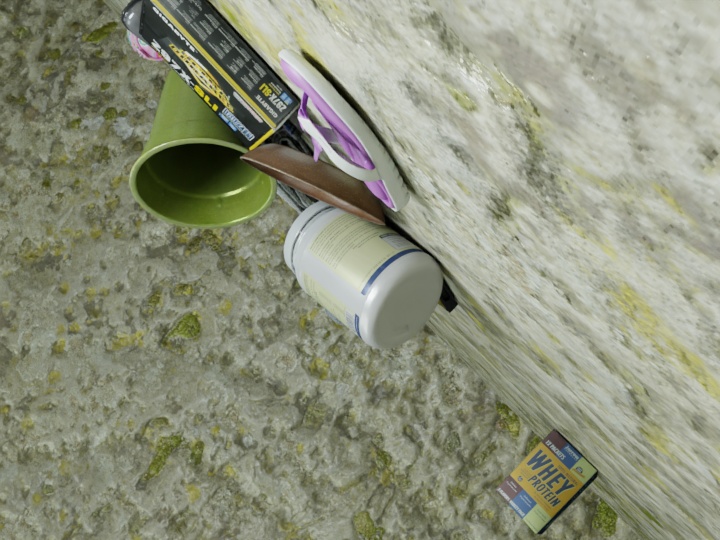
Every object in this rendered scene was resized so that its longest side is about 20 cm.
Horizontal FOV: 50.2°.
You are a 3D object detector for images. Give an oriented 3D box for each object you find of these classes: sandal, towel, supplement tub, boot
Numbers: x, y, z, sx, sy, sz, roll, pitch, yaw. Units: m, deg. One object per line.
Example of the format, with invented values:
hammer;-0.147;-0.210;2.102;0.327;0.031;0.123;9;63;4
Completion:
sandal;-0.015;-0.107;0.675;0.082;0.050;0.203;43;178;45
towel;-0.139;-0.192;1.265;0.165;0.086;0.200;42;176;34
supplement tub;0.000;0.000;1.070;0.200;0.145;0.145;37;175;35
boot;-0.273;-0.341;1.204;0.132;0.070;0.200;47;-168;24

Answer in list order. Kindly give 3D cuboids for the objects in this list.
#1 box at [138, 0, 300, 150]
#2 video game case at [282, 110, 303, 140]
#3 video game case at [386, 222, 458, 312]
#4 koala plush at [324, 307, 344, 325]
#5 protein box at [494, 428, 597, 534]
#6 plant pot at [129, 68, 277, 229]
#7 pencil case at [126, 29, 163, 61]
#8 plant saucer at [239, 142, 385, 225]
box;-0.170;-0.238;0.901;0.200;0.049;0.160;46;169;-13
video game case;-0.144;-0.250;0.991;0.200;0.018;0.143;46;178;-10
video game case;0.062;-0.030;1.212;0.200;0.026;0.181;44;178;26
koala plush;-0.038;-0.033;1.475;0.184;0.177;0.200;59;173;-29
protein box;0.449;0.510;1.843;0.135;0.200;0.199;44;178;25
plant pot;-0.222;-0.193;1.098;0.200;0.199;0.191;47;-149;-53
pencil case;-0.416;-0.462;1.522;0.087;0.087;0.200;46;180;-28
plant saucer;-0.053;-0.113;0.962;0.199;0.037;0.200;24;179;0
